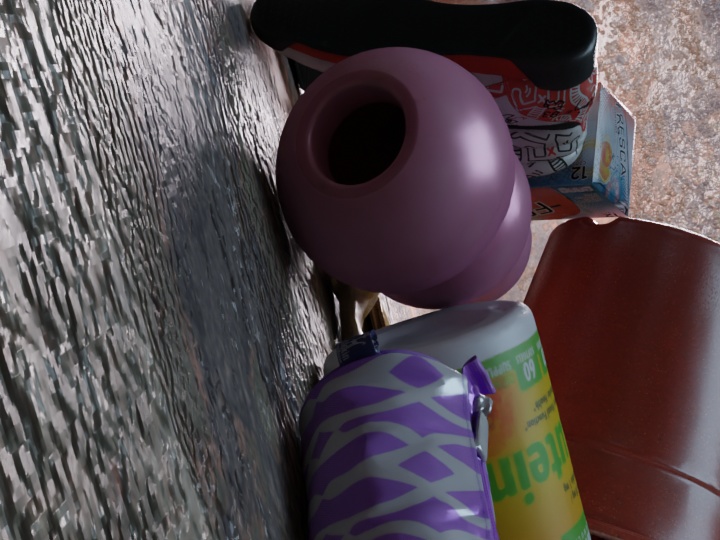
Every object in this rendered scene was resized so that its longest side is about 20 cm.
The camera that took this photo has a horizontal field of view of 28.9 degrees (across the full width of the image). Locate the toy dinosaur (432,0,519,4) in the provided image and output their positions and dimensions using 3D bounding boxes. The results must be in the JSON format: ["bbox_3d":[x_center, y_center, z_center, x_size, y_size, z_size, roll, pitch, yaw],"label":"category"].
[{"bbox_3d":[0.010,-0.177,0.885,0.086,0.198,0.136,-57,137,-42],"label":"toy dinosaur"}]

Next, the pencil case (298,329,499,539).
[{"bbox_3d":[0.025,0.118,0.516,0.201,0.085,0.084,-98,170,-48],"label":"pencil case"}]

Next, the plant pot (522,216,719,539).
[{"bbox_3d":[0.163,0.084,0.876,0.201,0.199,0.197,63,44,-68],"label":"plant pot"}]

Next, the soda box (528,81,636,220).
[{"bbox_3d":[0.074,-0.071,0.901,0.063,0.198,0.069,27,66,-53],"label":"soda box"}]

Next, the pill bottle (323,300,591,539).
[{"bbox_3d":[0.058,0.126,0.710,0.111,0.110,0.202,-68,143,-82],"label":"pill bottle"}]

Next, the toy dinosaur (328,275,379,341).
[{"bbox_3d":[0.000,0.000,0.875,0.200,0.058,0.102,-63,153,-71],"label":"toy dinosaur"}]

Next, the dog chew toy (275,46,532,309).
[{"bbox_3d":[0.037,-0.036,0.752,0.200,0.124,0.126,37,36,-60],"label":"dog chew toy"}]

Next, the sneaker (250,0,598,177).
[{"bbox_3d":[0.037,-0.106,0.810,0.108,0.199,0.068,82,20,-52],"label":"sneaker"}]

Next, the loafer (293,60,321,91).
[{"bbox_3d":[0.003,-0.103,1.006,0.073,0.072,0.202,-95,170,-70],"label":"loafer"}]

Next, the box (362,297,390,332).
[{"bbox_3d":[0.037,0.132,0.986,0.200,0.021,0.165,67,9,-62],"label":"box"}]
